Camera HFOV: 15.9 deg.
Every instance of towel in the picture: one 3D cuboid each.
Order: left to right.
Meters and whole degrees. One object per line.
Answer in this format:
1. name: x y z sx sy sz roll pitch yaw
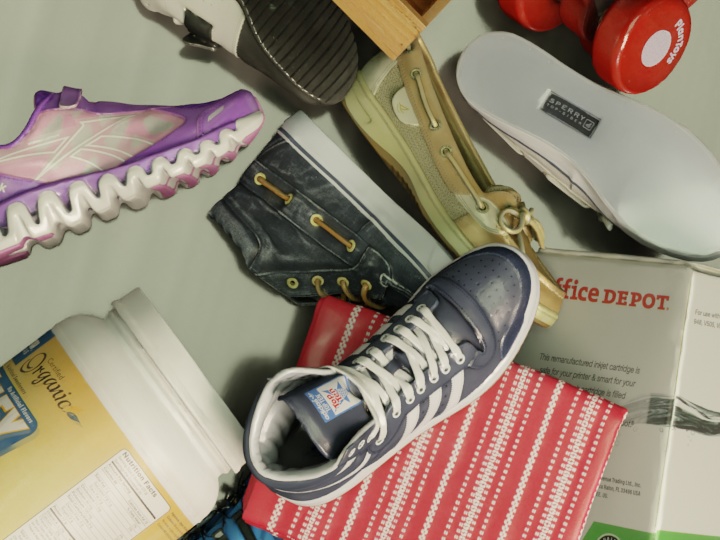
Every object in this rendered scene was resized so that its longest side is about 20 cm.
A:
1. towel: 0.040 0.112 1.502 0.199 0.022 0.146 20 87 15

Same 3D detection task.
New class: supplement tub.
1. supplement tub: -0.174 0.118 1.517 0.200 0.145 0.145 -37 93 -5

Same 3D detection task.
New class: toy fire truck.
1. toy fire truck: 0.166 -0.218 1.538 0.168 0.201 0.112 -41 51 -15

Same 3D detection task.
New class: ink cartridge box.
1. ink cartridge box: 0.160 0.094 1.543 0.083 0.146 0.202 10 89 -40

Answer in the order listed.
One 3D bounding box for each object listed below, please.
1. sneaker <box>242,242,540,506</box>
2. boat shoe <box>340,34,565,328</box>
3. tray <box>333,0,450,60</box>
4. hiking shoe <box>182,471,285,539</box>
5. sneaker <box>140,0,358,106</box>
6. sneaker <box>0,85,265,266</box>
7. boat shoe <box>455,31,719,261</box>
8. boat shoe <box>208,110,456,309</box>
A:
1. sneaker: 0.016 0.057 1.448 0.200 0.108 0.070 -43 74 5
2. boat shoe: 0.065 -0.054 1.555 0.063 0.073 0.201 -40 67 9
3. tray: -0.027 -0.223 1.560 0.200 0.099 0.037 46 120 -4
4. hiking shoe: -0.074 0.167 1.561 0.086 0.074 0.202 15 88 -6
5. sneaker: -0.086 -0.172 1.567 0.200 0.088 0.074 47 54 -7
6. sneaker: -0.157 -0.076 1.558 0.199 0.081 0.089 -22 84 -5
7. boat shoe: 0.146 -0.068 1.580 0.201 0.086 0.075 33 85 13
8. boat shoe: 0.000 0.000 1.557 0.091 0.071 0.200 -47 67 2
